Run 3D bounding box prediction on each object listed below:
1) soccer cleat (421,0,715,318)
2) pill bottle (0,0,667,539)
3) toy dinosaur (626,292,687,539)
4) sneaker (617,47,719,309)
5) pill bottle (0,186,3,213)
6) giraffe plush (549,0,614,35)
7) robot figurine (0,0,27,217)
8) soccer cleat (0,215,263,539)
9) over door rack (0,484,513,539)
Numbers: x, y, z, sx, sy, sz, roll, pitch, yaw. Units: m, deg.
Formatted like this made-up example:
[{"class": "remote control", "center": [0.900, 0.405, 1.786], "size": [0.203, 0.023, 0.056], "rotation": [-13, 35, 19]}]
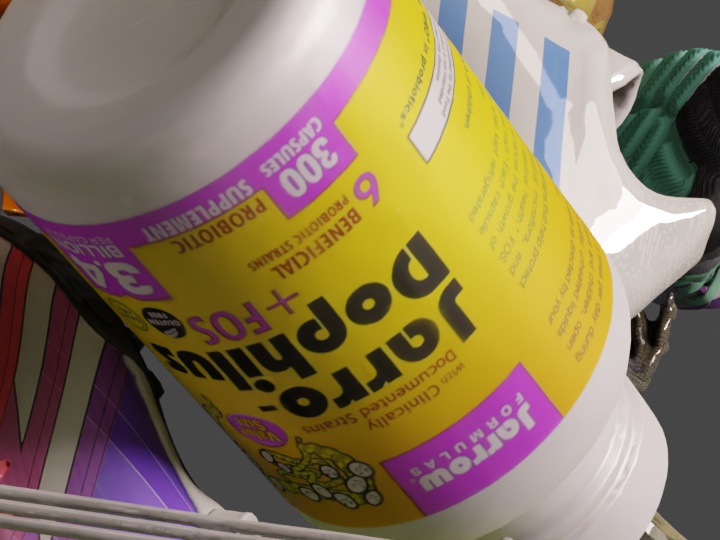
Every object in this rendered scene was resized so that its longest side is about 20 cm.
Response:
[{"class": "soccer cleat", "center": [0.030, -0.064, 0.901], "size": [0.086, 0.070, 0.200], "rotation": [-24, 69, -20]}, {"class": "pill bottle", "center": [0.000, 0.000, 0.741], "size": [0.200, 0.104, 0.104], "rotation": [50, 19, -37]}, {"class": "toy dinosaur", "center": [0.054, 0.032, 0.944], "size": [0.200, 0.047, 0.088], "rotation": [34, 44, -10]}, {"class": "sneaker", "center": [0.111, -0.022, 0.992], "size": [0.087, 0.074, 0.200], "rotation": [40, -2, -15]}, {"class": "pill bottle", "center": [-0.150, -0.057, 0.726], "size": [0.109, 0.109, 0.201], "rotation": [2, 69, -48]}, {"class": "giraffe plush", "center": [0.046, -0.135, 1.077], "size": [0.172, 0.200, 0.162], "rotation": [30, -10, 23]}, {"class": "robot figurine", "center": [-0.101, -0.064, 0.882], "size": [0.200, 0.058, 0.145], "rotation": [8, 44, -43]}, {"class": "soccer cleat", "center": [-0.078, 0.060, 0.738], "size": [0.073, 0.068, 0.200], "rotation": [-18, 53, -28]}, {"class": "over door rack", "center": [-0.053, 0.103, 0.592], "size": [0.147, 0.067, 0.200], "rotation": [6, 18, 14]}]
